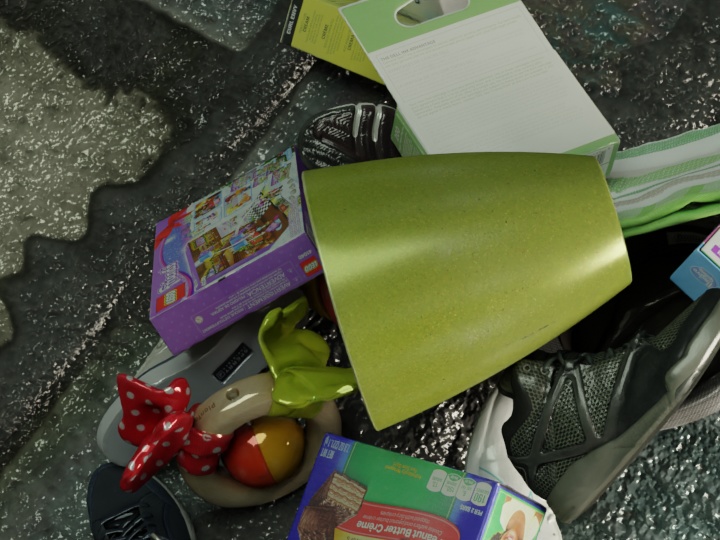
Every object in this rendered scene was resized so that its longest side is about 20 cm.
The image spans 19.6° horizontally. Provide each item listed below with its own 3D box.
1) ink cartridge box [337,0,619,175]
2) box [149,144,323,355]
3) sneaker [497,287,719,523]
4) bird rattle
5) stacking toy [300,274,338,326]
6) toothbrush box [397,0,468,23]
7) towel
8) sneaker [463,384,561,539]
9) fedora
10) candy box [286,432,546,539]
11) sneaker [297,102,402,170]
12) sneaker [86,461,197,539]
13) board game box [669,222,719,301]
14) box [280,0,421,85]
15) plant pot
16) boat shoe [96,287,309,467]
[{"bbox_3d":[0.087,-0.138,1.603,0.145,0.048,0.200,-21,60,-20],"label":"ink cartridge box"},{"bbox_3d":[-0.097,-0.019,1.639,0.136,0.039,0.200,-29,22,8],"label":"box"},{"bbox_3d":[0.171,0.070,1.458,0.114,0.076,0.200,44,107,10],"label":"sneaker"},{"bbox_3d":[-0.084,0.125,1.561,0.200,0.163,0.113,-34,47,-8],"label":"bird rattle"},{"bbox_3d":[0.000,0.000,1.651,0.199,0.146,0.146,14,66,41],"label":"stacking toy"},{"bbox_3d":[0.008,-0.291,1.770,0.199,0.147,0.085,26,72,23],"label":"toothbrush box"},{"bbox_3d":[0.226,-0.068,1.574,0.149,0.200,0.031,-17,102,20],"label":"towel"},{"bbox_3d":[0.112,0.182,1.545,0.080,0.070,0.201,4,71,10],"label":"sneaker"},{"bbox_3d":[0.224,0.049,1.569,0.200,0.090,0.177,-35,61,-7],"label":"fedora"},{"bbox_3d":[0.019,0.234,1.479,0.169,0.077,0.201,12,78,42],"label":"candy box"},{"bbox_3d":[0.041,-0.087,1.668,0.199,0.115,0.076,6,89,-10],"label":"sneaker"},{"bbox_3d":[-0.168,0.204,1.552,0.077,0.146,0.203,-29,58,-1],"label":"sneaker"},{"bbox_3d":[0.335,-0.004,1.519,0.153,0.040,0.200,44,49,6],"label":"board game box"},{"bbox_3d":[0.037,-0.181,1.741,0.199,0.075,0.050,24,108,23],"label":"box"},{"bbox_3d":[0.080,-0.006,1.447,0.199,0.187,0.188,-16,60,2],"label":"plant pot"},{"bbox_3d":[-0.131,0.071,1.639,0.200,0.071,0.070,-44,33,-1],"label":"boat shoe"}]
